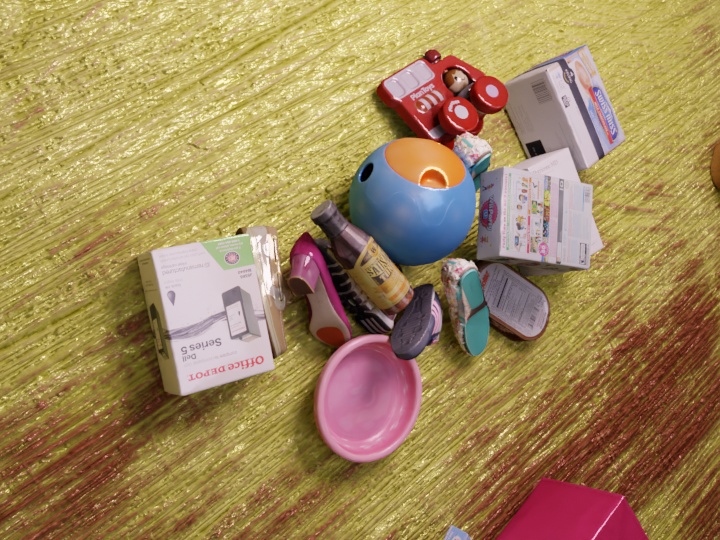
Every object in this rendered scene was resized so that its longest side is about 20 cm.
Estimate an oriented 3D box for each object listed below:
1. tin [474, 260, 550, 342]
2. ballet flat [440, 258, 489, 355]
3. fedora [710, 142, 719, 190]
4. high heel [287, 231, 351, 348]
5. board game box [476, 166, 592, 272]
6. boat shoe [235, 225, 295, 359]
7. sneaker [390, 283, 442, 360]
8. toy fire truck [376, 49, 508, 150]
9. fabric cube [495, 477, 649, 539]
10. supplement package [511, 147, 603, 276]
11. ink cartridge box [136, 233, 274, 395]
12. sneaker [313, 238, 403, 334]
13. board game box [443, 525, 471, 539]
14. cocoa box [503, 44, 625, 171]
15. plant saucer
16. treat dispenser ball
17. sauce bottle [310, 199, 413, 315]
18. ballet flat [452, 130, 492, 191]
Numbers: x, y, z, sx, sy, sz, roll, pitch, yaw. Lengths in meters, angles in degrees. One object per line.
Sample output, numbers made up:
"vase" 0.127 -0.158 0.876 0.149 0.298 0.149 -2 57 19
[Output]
"tin" 0.272 0.055 1.379 0.200 0.042 0.112 32 67 -25
"ballet flat" 0.178 0.057 1.282 0.075 0.064 0.201 -31 130 -23
"fedora" 0.869 -0.241 1.732 0.200 0.082 0.202 -1 92 -33
"high heel" -0.053 0.035 1.154 0.200 0.067 0.096 67 25 -45
"board game box" 0.293 -0.082 1.253 0.199 0.064 0.148 8 83 -30
"boat shoe" -0.131 0.029 1.116 0.066 0.074 0.201 -13 93 -26
"sneaker" 0.102 0.099 1.210 0.082 0.070 0.200 65 26 -20
"toy fire truck" 0.145 -0.302 1.296 0.200 0.112 0.168 -39 87 -28
"fabric cube" 0.378 0.519 1.316 0.199 0.196 0.200 -42 106 -28
"supplement package" 0.340 -0.105 1.383 0.117 0.117 0.201 -28 100 -29
"ink cartridge box" -0.216 0.060 1.056 0.145 0.084 0.201 -13 93 -30
"sneaker" 0.000 0.000 1.208 0.200 0.076 0.116 51 53 -23
"board game box" 0.143 0.511 1.207 0.152 0.036 0.200 -58 148 -21
"cocoa box" 0.379 -0.294 1.410 0.131 0.133 0.201 -34 104 -29
"plant saucer" 0.007 0.199 1.189 0.200 0.051 0.201 -3 95 -34
"treat dispenser ball" 0.082 -0.107 1.179 0.200 0.201 0.202 2 85 -31
"sauce bottle" 0.001 -0.019 1.118 0.200 0.066 0.066 48 65 -26
"ballet flat" 0.183 -0.182 1.271 0.076 0.200 0.064 -40 78 -8
